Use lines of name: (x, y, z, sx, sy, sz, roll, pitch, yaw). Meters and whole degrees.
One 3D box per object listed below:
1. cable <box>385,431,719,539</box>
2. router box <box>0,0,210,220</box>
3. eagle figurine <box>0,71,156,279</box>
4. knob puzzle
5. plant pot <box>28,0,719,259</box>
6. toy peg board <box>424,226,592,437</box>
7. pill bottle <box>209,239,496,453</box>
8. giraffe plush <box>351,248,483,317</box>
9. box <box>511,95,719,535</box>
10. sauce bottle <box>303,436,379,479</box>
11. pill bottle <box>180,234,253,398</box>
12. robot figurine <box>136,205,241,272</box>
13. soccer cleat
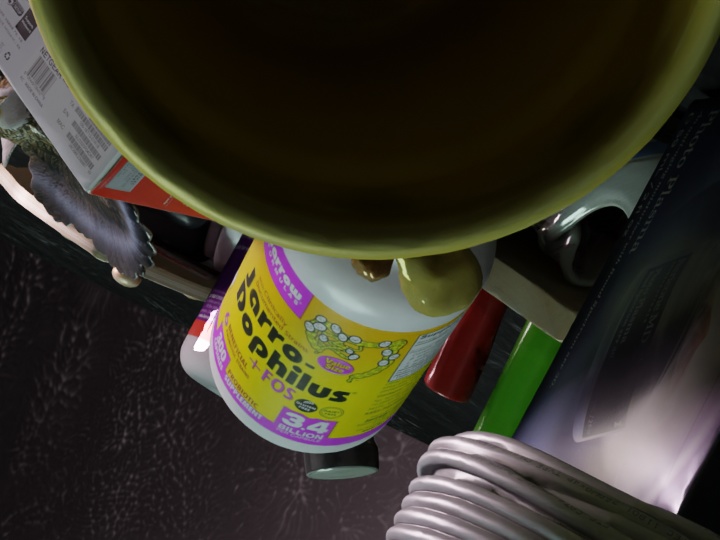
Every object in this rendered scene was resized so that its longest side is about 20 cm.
cable: (0.102, 0.134, 0.868, 0.199, 0.069, 0.200, 27, 170, 18)
router box: (-0.111, -0.110, 1.137, 0.179, 0.049, 0.200, 11, -144, -56)
eagle figurine: (-0.179, -0.094, 1.390, 0.199, 0.151, 0.152, 15, 133, 14)
knob puzzle: (-0.157, -0.012, 1.520, 0.219, 0.031, 0.220, 28, -174, -3)
plant pot: (-0.001, -0.119, 0.703, 0.200, 0.201, 0.189, 30, -172, -11)
toy peg board: (0.085, 0.024, 1.232, 0.200, 0.098, 0.199, 8, -158, -49)
pill bottle: (0.000, 0.000, 1.084, 0.104, 0.104, 0.200, 29, 145, -1)
giraffe plush: (0.021, -0.074, 0.931, 0.172, 0.163, 0.200, 27, 173, 9)
box: (0.177, 0.033, 0.948, 0.123, 0.201, 0.198, 31, 171, -15)
sauce bottle: (-0.018, 0.013, 1.271, 0.064, 0.201, 0.065, -3, 168, -1)
pill bottle: (-0.016, -0.005, 1.365, 0.112, 0.201, 0.112, 28, 172, 4)
robot figurine: (-0.113, -0.080, 1.527, 0.199, 0.151, 0.125, 28, 155, 7)
soccer cleat: (0.103, -0.039, 1.154, 0.070, 0.087, 0.200, 33, 171, -29)
